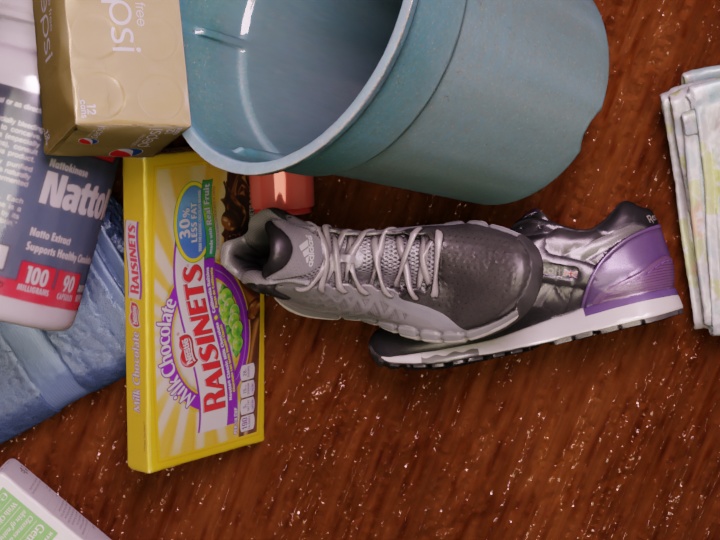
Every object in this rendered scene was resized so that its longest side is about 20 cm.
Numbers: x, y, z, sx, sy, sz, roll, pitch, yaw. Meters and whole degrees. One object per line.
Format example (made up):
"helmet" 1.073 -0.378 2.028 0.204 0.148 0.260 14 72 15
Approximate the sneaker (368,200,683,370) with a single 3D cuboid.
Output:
"sneaker" 0.098 0.009 1.038 0.200 0.076 0.088 -13 86 1

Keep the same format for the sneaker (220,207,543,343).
"sneaker" 0.000 0.000 0.966 0.200 0.115 0.075 -1 79 34

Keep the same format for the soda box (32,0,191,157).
"soda box" -0.143 -0.166 0.897 0.068 0.064 0.200 -1 79 -27

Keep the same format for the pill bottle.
"pill bottle" -0.202 -0.074 0.963 0.120 0.120 0.200 15 90 -1

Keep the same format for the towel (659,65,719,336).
"towel" 0.297 -0.053 1.023 0.200 0.048 0.171 -9 104 4

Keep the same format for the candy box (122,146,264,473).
"candy box" -0.104 0.021 1.028 0.026 0.102 0.200 11 106 44

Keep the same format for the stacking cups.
"stacking cups" -0.056 -0.134 1.002 0.060 0.061 0.200 0 97 2

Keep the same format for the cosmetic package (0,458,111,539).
"cosmetic package" -0.190 0.229 1.066 0.200 0.085 0.108 40 86 -4

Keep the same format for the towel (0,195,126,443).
"towel" -0.221 0.043 1.057 0.200 0.049 0.112 -28 100 6

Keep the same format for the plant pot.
"plant pot" 0.026 -0.128 0.920 0.196 0.200 0.200 16 105 -44
